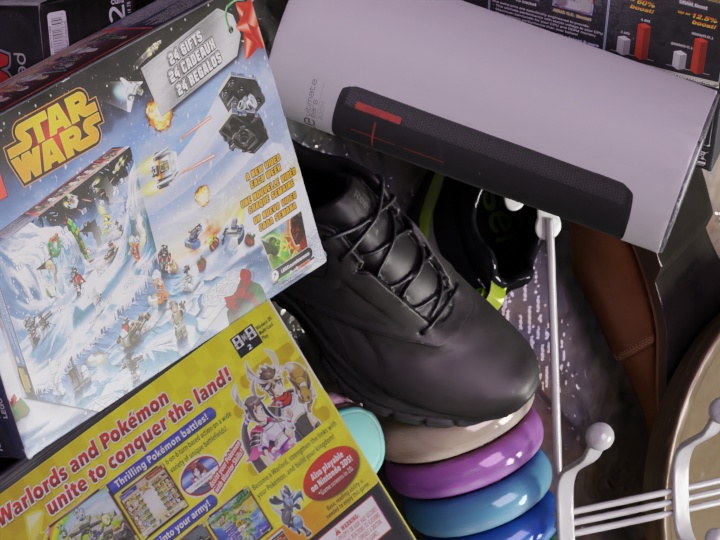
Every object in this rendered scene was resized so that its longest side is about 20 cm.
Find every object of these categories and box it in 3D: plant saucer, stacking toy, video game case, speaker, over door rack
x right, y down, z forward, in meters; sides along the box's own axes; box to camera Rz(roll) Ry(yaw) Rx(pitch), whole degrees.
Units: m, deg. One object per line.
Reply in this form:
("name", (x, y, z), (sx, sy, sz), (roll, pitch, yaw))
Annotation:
("plant saucer", (0.209, 0.096, 1.535), (0.200, 0.029, 0.200), (-18, 115, -44))
("stacking toy", (0.075, 0.149, 1.453), (0.085, 0.085, 0.200), (-30, 108, -31))
("video game case", (-0.064, 0.129, 1.282), (0.200, 0.025, 0.181), (-37, 99, -41))
("speaker", (0.058, -0.079, 1.351), (0.200, 0.081, 0.081), (21, 72, 6))
("over door rack", (0.155, 0.040, 1.414), (0.148, 0.067, 0.200), (-10, 94, -26))

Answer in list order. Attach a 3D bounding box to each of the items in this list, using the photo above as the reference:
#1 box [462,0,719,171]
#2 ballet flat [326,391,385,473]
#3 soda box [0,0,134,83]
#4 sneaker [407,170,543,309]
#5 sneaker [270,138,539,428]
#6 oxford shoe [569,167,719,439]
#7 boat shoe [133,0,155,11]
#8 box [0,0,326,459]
("box", (0.083, -0.136, 1.373), (0.200, 0.158, 0.050), (16, 57, 12))
("ballet flat", (-0.076, 0.105, 1.357), (0.200, 0.071, 0.069), (-23, 102, -41))
("soda box", (-0.136, -0.024, 1.303), (0.063, 0.071, 0.200), (-18, 108, -52))
("sneaker", (0.085, -0.067, 1.468), (0.072, 0.083, 0.200), (23, 75, -30))
("sneaker", (0.000, 0.000, 1.369), (0.200, 0.091, 0.076), (32, 55, -3))
("oxford shoe", (0.148, 0.019, 1.520), (0.071, 0.071, 0.200), (-36, 122, -42))
("boat shoe", (-0.086, -0.164, 1.373), (0.068, 0.072, 0.200), (-31, 101, -29))
("box", (-0.105, -0.026, 1.250), (0.200, 0.040, 0.137), (-33, 116, -43))
